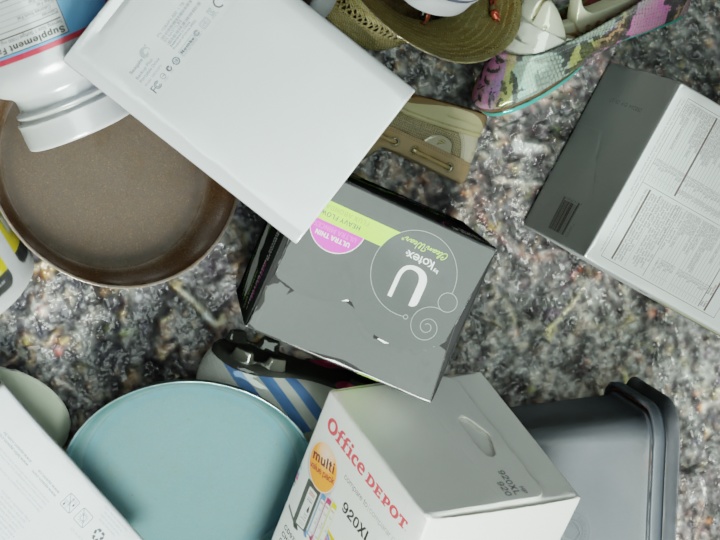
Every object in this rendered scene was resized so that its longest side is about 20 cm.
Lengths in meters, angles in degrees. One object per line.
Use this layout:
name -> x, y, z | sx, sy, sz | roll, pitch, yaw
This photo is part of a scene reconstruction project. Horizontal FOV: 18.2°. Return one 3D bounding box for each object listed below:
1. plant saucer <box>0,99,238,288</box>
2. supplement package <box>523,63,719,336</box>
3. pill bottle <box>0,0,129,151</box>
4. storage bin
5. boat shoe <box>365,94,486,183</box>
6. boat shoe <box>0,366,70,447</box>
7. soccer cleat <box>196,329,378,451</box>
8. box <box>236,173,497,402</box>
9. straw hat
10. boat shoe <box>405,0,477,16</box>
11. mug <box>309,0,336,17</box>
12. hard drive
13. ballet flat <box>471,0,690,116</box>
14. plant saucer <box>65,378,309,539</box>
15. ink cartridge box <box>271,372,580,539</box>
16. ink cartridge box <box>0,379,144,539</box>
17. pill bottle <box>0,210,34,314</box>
plant saucer -> -0.184, -0.083, 1.652 | 0.200, 0.032, 0.201 | 5, 77, -25
supplement package -> 0.264, -0.043, 1.740 | 0.200, 0.152, 0.151 | 28, 93, -17
pill bottle -> -0.232, -0.190, 1.565 | 0.109, 0.109, 0.200 | -24, 104, -9
storage bin -> 0.160, 0.188, 1.761 | 0.134, 0.146, 0.201 | 0, 101, -14
boat shoe -> -0.001, -0.113, 1.703 | 0.199, 0.071, 0.065 | 14, 96, -17
boat shoe -> -0.310, 0.091, 1.663 | 0.200, 0.071, 0.070 | 19, 91, -36
soccer cleat -> -0.035, 0.110, 1.746 | 0.199, 0.070, 0.087 | 17, 111, -14
box -> 0.000, 0.000, 1.646 | 0.148, 0.200, 0.125 | 23, 95, -7
straw hat -> 0.020, -0.209, 1.676 | 0.201, 0.201, 0.085 | 36, 131, -18
boat shoe -> 0.099, -0.241, 1.650 | 0.200, 0.070, 0.071 | -20, 74, -47
mug -> -0.098, -0.226, 1.596 | 0.148, 0.200, 0.176 | -27, 117, -49
hard drive -> -0.082, -0.132, 1.520 | 0.200, 0.025, 0.132 | 38, 88, -2
ballet flat -> 0.165, -0.192, 1.723 | 0.200, 0.069, 0.071 | -28, 129, -14
plant saucer -> -0.130, 0.160, 1.714 | 0.199, 0.027, 0.201 | -1, 122, -2
ink cartridge box -> 0.038, 0.200, 1.673 | 0.144, 0.147, 0.200 | -5, 130, -36
ink cartridge box -> -0.279, 0.213, 1.642 | 0.200, 0.041, 0.200 | -46, 119, -17
pill bottle -> -0.327, -0.055, 1.595 | 0.114, 0.114, 0.200 | -31, 115, -7
